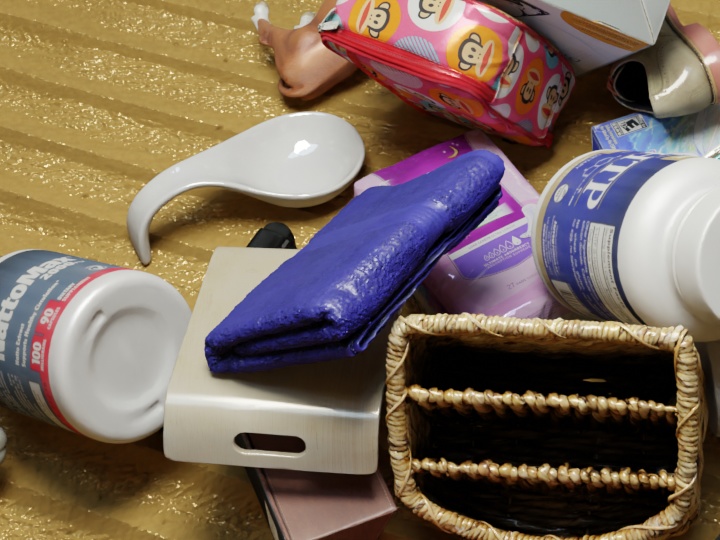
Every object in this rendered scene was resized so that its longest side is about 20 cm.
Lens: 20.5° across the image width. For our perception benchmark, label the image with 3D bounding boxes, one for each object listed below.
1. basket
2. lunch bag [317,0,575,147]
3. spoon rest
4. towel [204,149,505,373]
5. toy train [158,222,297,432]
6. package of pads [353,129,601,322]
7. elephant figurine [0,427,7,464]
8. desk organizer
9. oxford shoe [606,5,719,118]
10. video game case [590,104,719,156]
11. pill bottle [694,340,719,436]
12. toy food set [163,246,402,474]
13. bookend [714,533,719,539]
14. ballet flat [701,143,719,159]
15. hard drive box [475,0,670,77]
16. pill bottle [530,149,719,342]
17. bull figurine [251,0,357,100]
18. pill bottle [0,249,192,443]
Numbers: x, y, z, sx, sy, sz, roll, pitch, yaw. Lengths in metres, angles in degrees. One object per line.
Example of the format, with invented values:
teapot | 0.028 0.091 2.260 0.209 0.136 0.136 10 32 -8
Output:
basket | 0.118 0.111 1.280 0.199 0.149 0.144 4 80 13
lunch bag | 0.060 -0.167 1.532 0.176 0.200 0.082 23 89 27
spoon rest | -0.091 -0.071 1.568 0.199 0.061 0.100 -24 49 -9
towel | 0.000 0.000 1.313 0.147 0.050 0.200 -18 19 48
toy train | -0.103 0.039 1.482 0.034 0.046 0.200 17 54 24
package of pads | 0.091 -0.009 1.467 0.120 0.076 0.200 -24 49 -15
elephant figurine | -0.362 0.123 1.423 0.199 0.155 0.142 12 95 34
desk organizer | -0.041 0.124 1.379 0.077 0.072 0.200 -19 48 -9
oxford shoe | 0.219 -0.168 1.553 0.074 0.071 0.200 -24 21 -5
video game case | 0.292 -0.059 1.493 0.180 0.046 0.200 -17 48 -6
pill bottle | 0.330 0.055 1.340 0.199 0.111 0.111 -10 48 2
toy food set | -0.044 0.057 1.363 0.143 0.061 0.200 3 39 8
bookend | 0.218 0.227 1.150 0.092 0.199 0.200 27 59 28
ballet flat | 0.294 -0.085 1.430 0.200 0.069 0.070 -44 50 9
hard drive box | 0.138 -0.220 1.518 0.155 0.200 0.077 20 86 -8
pill bottle | 0.206 -0.016 1.300 0.119 0.120 0.200 -31 16 -17
bull figurine | 0.005 -0.219 1.663 0.199 0.065 0.122 -32 43 -4
pill bottle | -0.218 0.048 1.421 0.199 0.120 0.120 10 48 48
